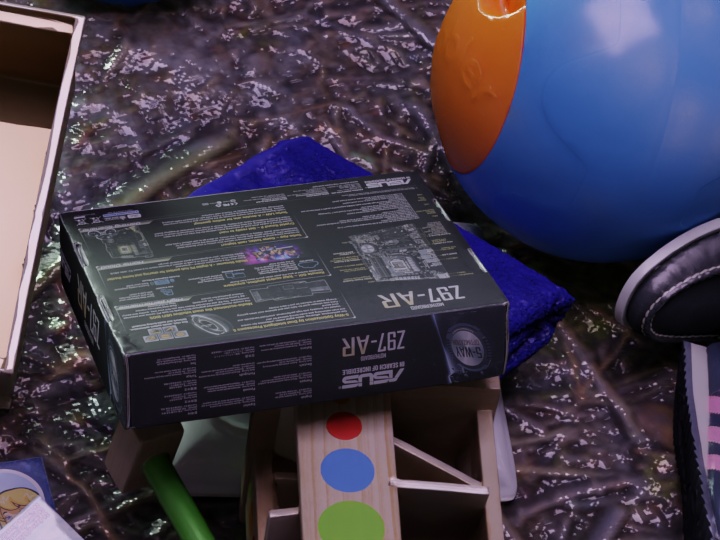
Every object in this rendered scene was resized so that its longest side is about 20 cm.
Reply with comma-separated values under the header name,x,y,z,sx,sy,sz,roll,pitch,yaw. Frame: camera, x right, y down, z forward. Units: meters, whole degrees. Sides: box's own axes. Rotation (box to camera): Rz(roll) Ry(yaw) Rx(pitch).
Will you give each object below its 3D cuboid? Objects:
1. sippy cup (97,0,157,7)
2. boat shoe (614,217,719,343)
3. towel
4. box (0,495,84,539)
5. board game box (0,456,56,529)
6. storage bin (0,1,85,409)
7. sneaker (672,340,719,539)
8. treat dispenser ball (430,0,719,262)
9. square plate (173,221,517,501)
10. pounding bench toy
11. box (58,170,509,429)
name,x,y,z,sx,sy,sz,roll,pitch,yaw
sippy cup,-0.143,-0.239,1.841,0.177,0.140,0.131,-7,62,-4
boat shoe,0.235,0.007,1.711,0.199,0.076,0.060,-18,51,-29
towel,0.000,0.000,1.654,0.200,0.050,0.148,31,46,25
box,-0.179,0.224,1.450,0.137,0.039,0.200,43,64,10
board game box,-0.245,0.170,1.524,0.199,0.035,0.136,-8,51,-17
storage bin,-0.263,-0.046,1.621,0.198,0.094,0.201,10,74,-1
sneaker,0.215,0.118,1.623,0.082,0.070,0.201,2,50,-2
treat dispenser ball,0.140,-0.105,1.717,0.200,0.201,0.201,5,49,-5
square plate,-0.017,0.041,1.679,0.197,0.029,0.201,2,49,-9
pounding bench toy,-0.030,0.145,1.522,0.199,0.125,0.156,3,49,-7
box,-0.042,0.011,1.540,0.199,0.044,0.160,-8,29,-15
